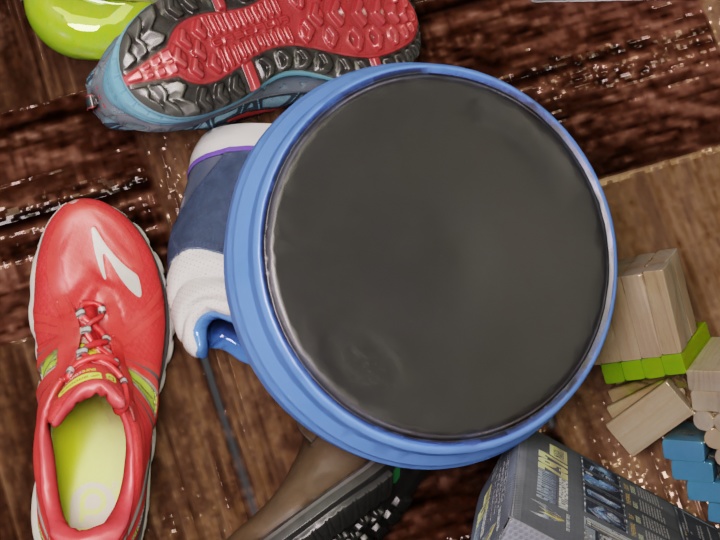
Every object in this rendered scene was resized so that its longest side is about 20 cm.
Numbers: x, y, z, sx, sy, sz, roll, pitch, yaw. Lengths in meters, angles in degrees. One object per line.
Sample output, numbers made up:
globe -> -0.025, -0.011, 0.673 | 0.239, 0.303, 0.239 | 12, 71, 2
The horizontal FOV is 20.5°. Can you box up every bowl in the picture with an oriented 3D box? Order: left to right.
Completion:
bowl -> 0.034, -0.005, 0.965 | 0.200, 0.039, 0.202 | 3, 81, -18

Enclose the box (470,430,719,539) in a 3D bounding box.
box -> 0.130, 0.147, 0.941 | 0.157, 0.200, 0.051 | 29, 99, 1

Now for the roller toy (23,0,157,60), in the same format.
roller toy -> -0.128, -0.233, 1.047 | 0.182, 0.140, 0.200 | -31, 80, -13

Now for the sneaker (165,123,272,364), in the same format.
sneaker -> 0.000, 0.000, 1.015 | 0.199, 0.081, 0.147 | 1, 59, 4

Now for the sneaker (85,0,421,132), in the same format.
sneaker -> -0.060, -0.119, 1.055 | 0.199, 0.095, 0.080 | -14, 87, -36

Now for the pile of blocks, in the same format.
pile of blocks -> 0.185, 0.071, 1.048 | 0.200, 0.082, 0.062 | 53, 34, -1

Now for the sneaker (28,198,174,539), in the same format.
sneaker -> -0.130, 0.056, 1.000 | 0.077, 0.085, 0.201 | -2, 76, -7

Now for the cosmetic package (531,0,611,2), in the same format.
cosmetic package -> 0.140, -0.255, 1.113 | 0.105, 0.071, 0.201 | -1, 75, -6

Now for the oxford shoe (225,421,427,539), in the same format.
oxford shoe -> -0.007, 0.088, 1.020 | 0.200, 0.073, 0.084 | -43, 65, -15
